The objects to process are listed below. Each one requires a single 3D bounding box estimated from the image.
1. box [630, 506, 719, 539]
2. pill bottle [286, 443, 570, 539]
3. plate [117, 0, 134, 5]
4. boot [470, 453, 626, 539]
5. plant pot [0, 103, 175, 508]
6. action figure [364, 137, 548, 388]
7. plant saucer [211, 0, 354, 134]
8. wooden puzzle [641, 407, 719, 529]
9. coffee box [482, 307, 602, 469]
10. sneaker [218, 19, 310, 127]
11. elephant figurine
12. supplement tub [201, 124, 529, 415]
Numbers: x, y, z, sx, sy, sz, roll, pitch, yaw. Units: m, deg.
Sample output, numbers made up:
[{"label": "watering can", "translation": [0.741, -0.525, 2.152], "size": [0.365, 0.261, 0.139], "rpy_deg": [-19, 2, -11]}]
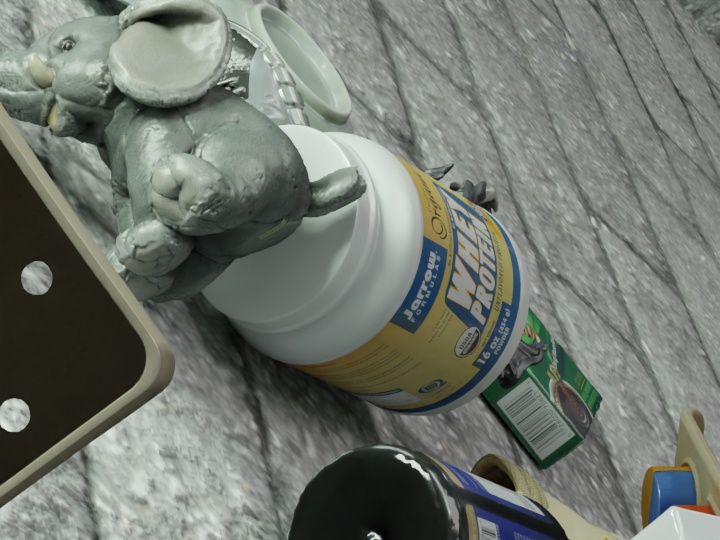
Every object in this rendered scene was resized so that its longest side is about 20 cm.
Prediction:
[{"label": "box", "translation": [0.150, 0.234, 1.396], "size": [0.097, 0.200, 0.125], "rpy_deg": [14, 46, -37]}, {"label": "pill bottle", "translation": [0.054, 0.170, 1.483], "size": [0.200, 0.112, 0.112], "rpy_deg": [28, 29, -54]}, {"label": "plate", "translation": [-0.206, -0.250, 1.826], "size": [0.200, 0.026, 0.200], "rpy_deg": [45, 19, -20]}, {"label": "boot", "translation": [0.132, 0.215, 1.670], "size": [0.155, 0.073, 0.201], "rpy_deg": [38, 28, -27]}, {"label": "plant pot", "translation": [-0.188, 0.020, 1.054], "size": [0.200, 0.199, 0.177], "rpy_deg": [54, 6, 9]}, {"label": "action figure", "translation": [0.043, -0.009, 1.827], "size": [0.201, 0.118, 0.102], "rpy_deg": [60, 16, -13]}, {"label": "plant saucer", "translation": [-0.058, -0.140, 1.944], "size": [0.200, 0.050, 0.200], "rpy_deg": [45, 18, -19]}, {"label": "wooden puzzle", "translation": [0.215, 0.213, 1.769], "size": [0.046, 0.186, 0.200], "rpy_deg": [2, 22, -4]}, {"label": "coffee box", "translation": [0.099, 0.046, 1.978], "size": [0.200, 0.044, 0.123], "rpy_deg": [51, 17, -1]}, {"label": "sneaker", "translation": [-0.080, -0.088, 1.740], "size": [0.201, 0.075, 0.115], "rpy_deg": [57, 20, 15]}, {"label": "elephant figurine", "translation": [-0.126, -0.094, 1.505], "size": [0.155, 0.141, 0.201], "rpy_deg": [5, 52, -60]}, {"label": "supplement tub", "translation": [0.000, 0.000, 1.637], "size": [0.200, 0.144, 0.145], "rpy_deg": [28, 29, -53]}]
